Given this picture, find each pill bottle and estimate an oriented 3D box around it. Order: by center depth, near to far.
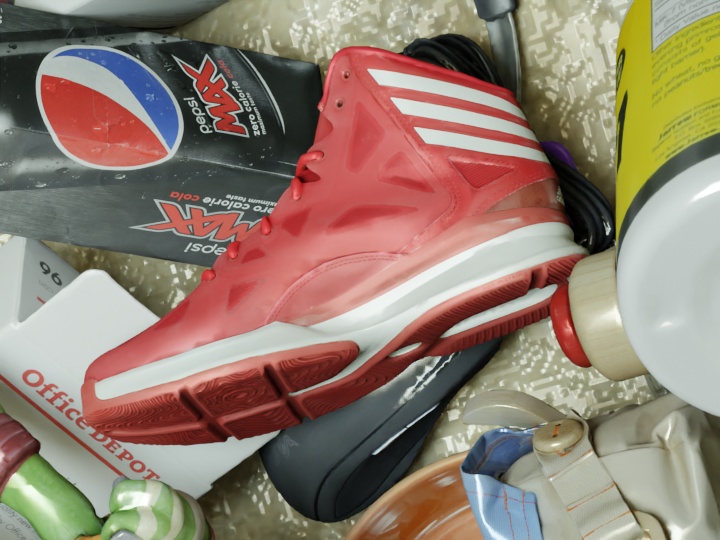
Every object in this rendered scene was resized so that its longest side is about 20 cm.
[{"bbox_3d":[0.145,-0.051,1.004,0.114,0.200,0.115,3,129,3],"label":"pill bottle"}]

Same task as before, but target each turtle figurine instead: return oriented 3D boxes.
[{"bbox_3d":[-0.123,0.122,1.030,0.194,0.200,0.144,33,143,17],"label":"turtle figurine"}]

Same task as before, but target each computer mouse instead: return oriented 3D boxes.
[{"bbox_3d":[0.000,0.000,1.144,0.200,0.046,0.141,-45,65,29],"label":"computer mouse"}]

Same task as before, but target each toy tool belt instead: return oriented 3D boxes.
[{"bbox_3d":[0.083,0.097,1.050,0.123,0.125,0.201,-17,100,23],"label":"toy tool belt"}]

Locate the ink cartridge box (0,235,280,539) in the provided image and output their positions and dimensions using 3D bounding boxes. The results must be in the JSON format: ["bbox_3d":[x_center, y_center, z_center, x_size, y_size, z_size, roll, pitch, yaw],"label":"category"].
[{"bbox_3d":[-0.139,0.066,1.173,0.200,0.068,0.116,-36,121,23],"label":"ink cartridge box"}]

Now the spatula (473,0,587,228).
[{"bbox_3d":[0.055,-0.086,1.142,0.056,0.021,0.201,-13,86,34],"label":"spatula"}]

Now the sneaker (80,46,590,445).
[{"bbox_3d":[-0.020,-0.012,1.091,0.199,0.078,0.116,-18,69,2],"label":"sneaker"}]

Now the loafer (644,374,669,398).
[{"bbox_3d":[0.195,0.015,1.069,0.200,0.068,0.076,-19,94,38],"label":"loafer"}]

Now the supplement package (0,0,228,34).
[{"bbox_3d":[-0.138,-0.139,1.171,0.199,0.109,0.114,-26,83,22],"label":"supplement package"}]

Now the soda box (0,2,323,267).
[{"bbox_3d":[-0.113,-0.054,1.115,0.071,0.199,0.064,-52,38,46],"label":"soda box"}]

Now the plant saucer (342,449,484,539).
[{"bbox_3d":[0.073,0.167,1.144,0.199,0.032,0.201,1,92,22],"label":"plant saucer"}]
